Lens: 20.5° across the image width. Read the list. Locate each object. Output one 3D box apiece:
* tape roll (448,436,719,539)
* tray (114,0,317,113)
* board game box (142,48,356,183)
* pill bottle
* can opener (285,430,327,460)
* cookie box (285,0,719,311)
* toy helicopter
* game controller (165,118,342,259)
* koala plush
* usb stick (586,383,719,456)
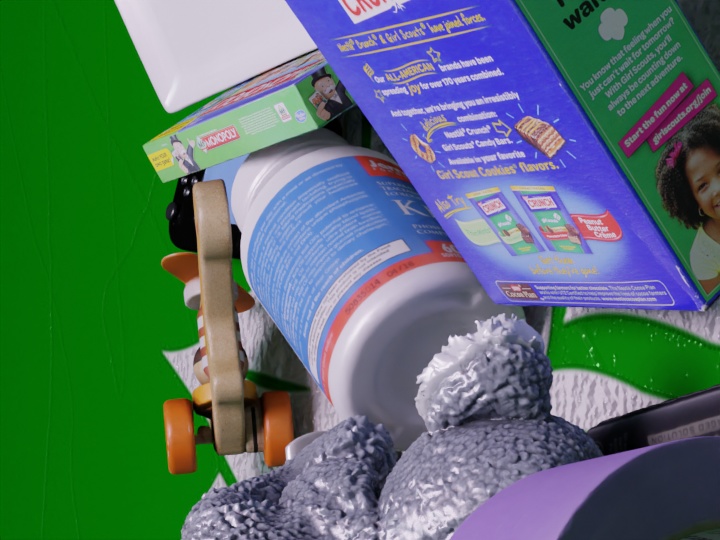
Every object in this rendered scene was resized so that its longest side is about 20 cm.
[{"bbox_3d":[0.119,0.167,0.756,0.085,0.199,0.201,-22,67,57],"label":"tape roll"},{"bbox_3d":[-0.085,-0.166,1.198,0.200,0.022,0.108,-15,101,55],"label":"tray"},{"bbox_3d":[-0.030,-0.108,1.144,0.200,0.134,0.029,-12,110,59],"label":"board game box"},{"bbox_3d":[0.000,0.000,1.085,0.200,0.112,0.113,51,129,50],"label":"pill bottle"},{"bbox_3d":[-0.011,0.186,1.135,0.066,0.052,0.201,-21,68,57],"label":"can opener"},{"bbox_3d":[0.075,-0.082,0.888,0.200,0.075,0.171,54,157,-18],"label":"cookie box"},{"bbox_3d":[-0.087,0.022,1.228,0.133,0.078,0.201,-100,8,-49],"label":"toy helicopter"},{"bbox_3d":[-0.072,-0.059,1.295,0.200,0.042,0.105,8,93,60],"label":"game controller"},{"bbox_3d":[0.032,0.130,0.898,0.199,0.184,0.178,-29,74,25],"label":"koala plush"},{"bbox_3d":[0.163,0.076,0.864,0.200,0.032,0.056,-26,70,57],"label":"usb stick"}]
